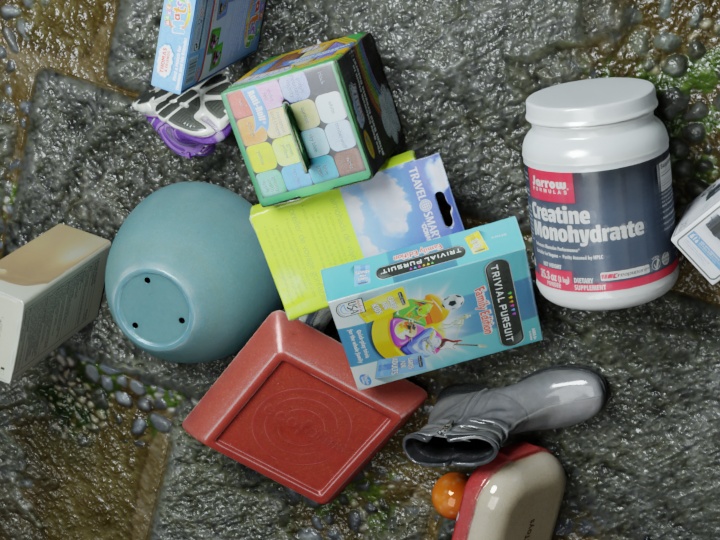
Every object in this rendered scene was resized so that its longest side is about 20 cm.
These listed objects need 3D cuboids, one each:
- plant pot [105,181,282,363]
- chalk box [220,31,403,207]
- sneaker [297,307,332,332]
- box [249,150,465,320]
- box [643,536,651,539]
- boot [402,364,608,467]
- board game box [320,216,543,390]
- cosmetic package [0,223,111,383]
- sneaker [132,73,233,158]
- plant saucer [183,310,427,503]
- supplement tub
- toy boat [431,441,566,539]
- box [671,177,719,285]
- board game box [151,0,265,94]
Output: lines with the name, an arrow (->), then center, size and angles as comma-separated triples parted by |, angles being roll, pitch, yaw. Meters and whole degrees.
plant pot -> -0.195, 0.019, 1.716 | 0.200, 0.135, 0.200 | 6, 112, 16
chalk box -> -0.050, -0.145, 1.566 | 0.124, 0.200, 0.125 | -14, 104, 18
sneaker -> 0.000, 0.000, 1.678 | 0.085, 0.077, 0.200 | 31, 116, 1
box -> 0.001, -0.039, 1.608 | 0.200, 0.048, 0.122 | -19, 108, 5
box -> 0.284, 0.408, 1.728 | 0.141, 0.079, 0.200 | 46, 116, 2
boot -> 0.153, 0.161, 1.652 | 0.200, 0.132, 0.070 | -14, 103, 23
board game box -> 0.075, 0.036, 1.604 | 0.200, 0.047, 0.151 | -15, 139, 2
cosmetic package -> -0.354, 0.032, 1.738 | 0.071, 0.200, 0.105 | 20, 113, 12
sneaker -> -0.166, -0.153, 1.636 | 0.081, 0.200, 0.084 | -36, 111, -12
plant saucer -> -0.062, 0.162, 1.729 | 0.199, 0.037, 0.200 | 30, 120, -18
supplement tub -> 0.230, -0.074, 1.535 | 0.140, 0.140, 0.200 | -2, 109, 19
toy boat -> 0.130, 0.265, 1.721 | 0.131, 0.130, 0.200 | 32, 120, 39
box -> 0.391, -0.084, 1.491 | 0.060, 0.117, 0.200 | 46, 116, -2
board game box -> -0.138, -0.269, 1.555 | 0.037, 0.200, 0.152 | 18, 114, 13
